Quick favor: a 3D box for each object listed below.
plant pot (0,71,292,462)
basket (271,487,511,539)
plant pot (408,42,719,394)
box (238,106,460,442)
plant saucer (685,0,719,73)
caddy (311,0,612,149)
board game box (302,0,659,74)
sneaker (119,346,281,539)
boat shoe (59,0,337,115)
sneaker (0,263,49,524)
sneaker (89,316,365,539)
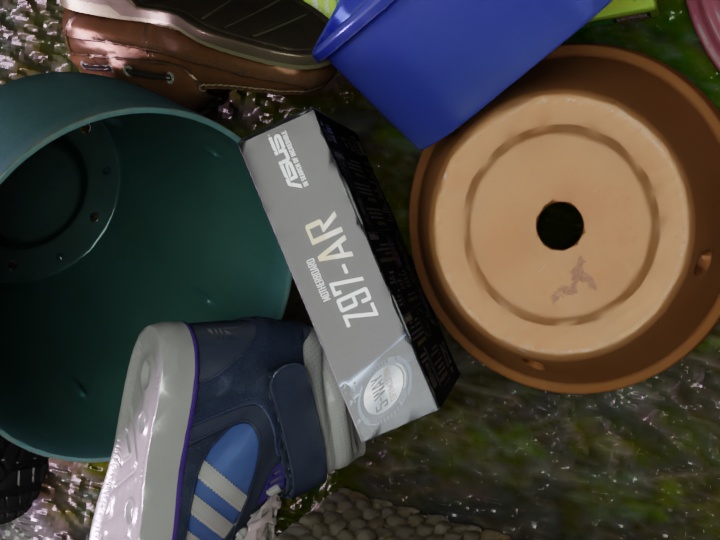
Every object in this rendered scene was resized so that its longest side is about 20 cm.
[{"bbox_3d":[-0.161,-0.020,0.937,0.161,0.199,0.202,38,104,50],"label":"plant pot"},{"bbox_3d":[0.031,0.230,0.911,0.196,0.200,0.163,14,94,10],"label":"basket"},{"bbox_3d":[0.115,-0.028,0.907,0.197,0.140,0.203,1,93,12],"label":"plant pot"},{"bbox_3d":[0.000,0.000,0.901,0.043,0.200,0.162,-23,89,6],"label":"box"},{"bbox_3d":[0.275,-0.174,0.909,0.198,0.051,0.203,1,94,12],"label":"plant saucer"},{"bbox_3d":[0.061,-0.159,0.849,0.199,0.142,0.105,-38,100,27],"label":"caddy"},{"bbox_3d":[0.064,-0.180,0.955,0.197,0.048,0.103,-9,91,13],"label":"board game box"},{"bbox_3d":[-0.061,0.124,0.987,0.114,0.074,0.202,-20,87,15],"label":"sneaker"},{"bbox_3d":[-0.092,-0.127,0.970,0.199,0.072,0.069,21,124,34],"label":"boat shoe"},{"bbox_3d":[-0.254,0.060,1.037,0.087,0.076,0.203,-13,87,27],"label":"sneaker"},{"bbox_3d":[-0.063,0.124,0.913,0.145,0.080,0.203,5,104,-28],"label":"sneaker"}]
